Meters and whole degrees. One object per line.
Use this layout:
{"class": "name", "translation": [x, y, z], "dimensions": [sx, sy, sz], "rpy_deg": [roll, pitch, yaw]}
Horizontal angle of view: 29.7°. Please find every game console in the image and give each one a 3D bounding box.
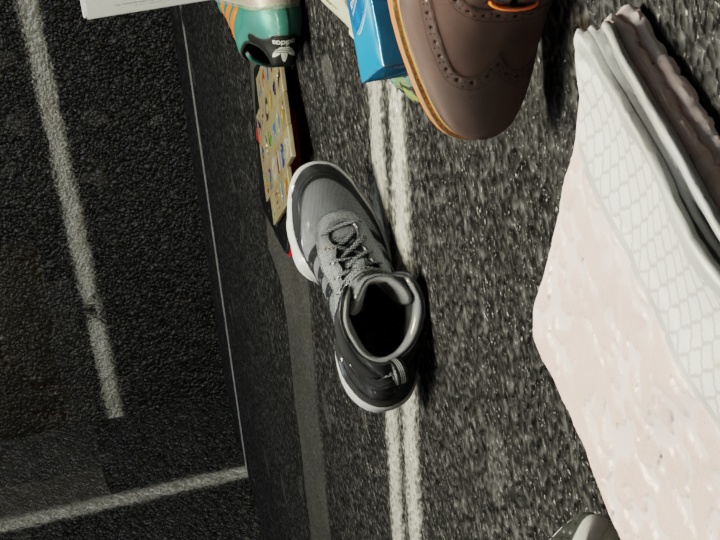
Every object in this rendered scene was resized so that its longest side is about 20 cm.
{"class": "game console", "translation": [-0.087, -0.124, 1.517], "dimensions": [0.200, 0.031, 0.179], "rpy_deg": [-123, 30, -64]}

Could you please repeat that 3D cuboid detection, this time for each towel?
{"class": "towel", "translation": [0.113, 0.036, 0.505], "dimensions": [0.192, 0.032, 0.201], "rpy_deg": [89, 167, -46]}

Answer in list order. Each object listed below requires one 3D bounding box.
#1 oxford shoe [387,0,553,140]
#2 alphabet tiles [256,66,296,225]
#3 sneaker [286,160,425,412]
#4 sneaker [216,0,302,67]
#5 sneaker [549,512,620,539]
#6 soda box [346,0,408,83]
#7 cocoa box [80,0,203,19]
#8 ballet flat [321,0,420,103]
{"class": "oxford shoe", "translation": [0.054, -0.131, 0.556], "dimensions": [0.073, 0.070, 0.202], "rpy_deg": [-120, 21, -48]}
{"class": "alphabet tiles", "translation": [-0.091, -0.144, 1.441], "dimensions": [0.200, 0.006, 0.169], "rpy_deg": [137, 126, -75]}
{"class": "sneaker", "translation": [0.000, 0.000, 1.008], "dimensions": [0.114, 0.075, 0.202], "rpy_deg": [118, 135, -74]}
{"class": "sneaker", "translation": [-0.100, -0.238, 1.316], "dimensions": [0.200, 0.070, 0.081], "rpy_deg": [-136, 40, -71]}
{"class": "sneaker", "translation": [0.107, 0.216, 0.636], "dimensions": [0.075, 0.080, 0.203], "rpy_deg": [143, 135, -84]}
{"class": "soda box", "translation": [0.018, -0.202, 0.682], "dimensions": [0.064, 0.067, 0.203], "rpy_deg": [177, 83, -80]}
{"class": "cocoa box", "translation": [-0.206, -0.366, 1.411], "dimensions": [0.134, 0.197, 0.132], "rpy_deg": [91, 165, -53]}
{"class": "ballet flat", "translation": [-0.002, -0.196, 0.807], "dimensions": [0.074, 0.073, 0.203], "rpy_deg": [-144, 44, -76]}
